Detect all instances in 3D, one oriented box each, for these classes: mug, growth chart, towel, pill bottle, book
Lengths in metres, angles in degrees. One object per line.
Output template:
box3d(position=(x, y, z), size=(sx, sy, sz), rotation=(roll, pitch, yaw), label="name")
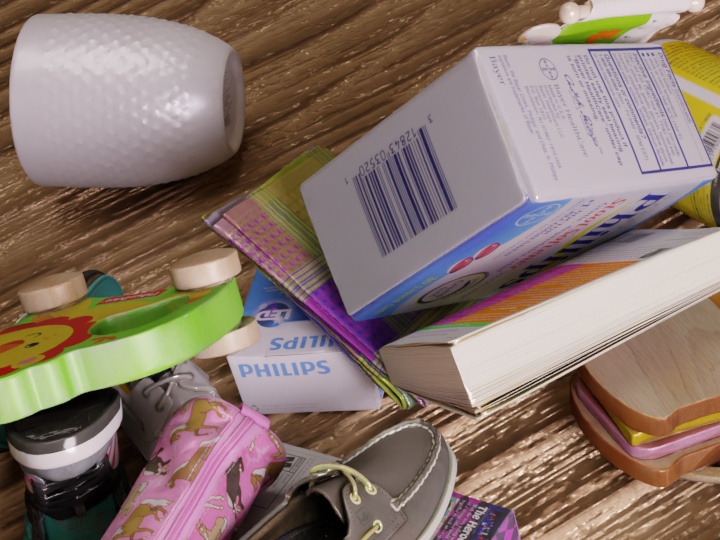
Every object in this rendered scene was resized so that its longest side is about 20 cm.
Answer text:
box3d(position=(-0.187, -0.149, 1.368), size=(0.173, 0.150, 0.200), rotation=(1, 9, 9), label="mug")
box3d(position=(0.139, -0.135, 1.061), size=(0.143, 0.200, 0.018), rotation=(-15, 74, -27), label="growth chart")
box3d(position=(0.000, 0.000, 1.083), size=(0.200, 0.023, 0.143), rotation=(41, 40, 9), label="towel")
box3d(position=(0.246, -0.102, 1.155), size=(0.112, 0.113, 0.200), rotation=(-31, 40, -19), label="pill bottle")
box3d(position=(0.122, 0.023, 0.979), size=(0.198, 0.049, 0.133), rotation=(-24, 9, -17), label="book")

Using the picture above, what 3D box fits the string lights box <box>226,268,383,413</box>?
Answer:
box3d(position=(-0.023, 0.013, 1.152), size=(0.101, 0.059, 0.201), rotation=(-3, 39, 16), label="string lights box")

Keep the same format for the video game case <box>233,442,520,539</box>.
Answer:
box3d(position=(-0.028, 0.200, 0.936), size=(0.180, 0.036, 0.200), rotation=(11, 45, 33), label="video game case")

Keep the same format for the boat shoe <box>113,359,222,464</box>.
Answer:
box3d(position=(-0.134, 0.089, 1.088), size=(0.070, 0.070, 0.200), rotation=(-30, 39, -18), label="boat shoe")

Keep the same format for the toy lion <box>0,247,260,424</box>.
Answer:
box3d(position=(-0.188, 0.052, 0.987), size=(0.198, 0.069, 0.192), rotation=(-9, 14, 25), label="toy lion")

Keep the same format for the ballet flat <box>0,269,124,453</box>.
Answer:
box3d(position=(-0.246, 0.070, 1.166), size=(0.068, 0.069, 0.200), rotation=(-6, 27, 29), label="ballet flat")

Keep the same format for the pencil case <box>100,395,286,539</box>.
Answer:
box3d(position=(-0.116, 0.163, 0.920), size=(0.086, 0.083, 0.201), rotation=(-3, 37, 30), label="pencil case")

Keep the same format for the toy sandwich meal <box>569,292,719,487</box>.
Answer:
box3d(position=(0.227, 0.055, 0.997), size=(0.202, 0.071, 0.206), rotation=(-10, 38, 8), label="toy sandwich meal")

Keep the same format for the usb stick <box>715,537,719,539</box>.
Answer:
box3d(position=(0.191, 0.183, 0.880), size=(0.198, 0.033, 0.056), rotation=(-26, 39, -12), label="usb stick")

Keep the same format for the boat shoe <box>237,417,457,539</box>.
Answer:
box3d(position=(-0.016, 0.151, 0.913), size=(0.072, 0.061, 0.201), rotation=(21, 51, 39), label="boat shoe")

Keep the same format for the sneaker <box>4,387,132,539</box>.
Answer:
box3d(position=(-0.181, 0.140, 0.994), size=(0.083, 0.122, 0.200), rotation=(-12, 5, -8), label="sneaker")

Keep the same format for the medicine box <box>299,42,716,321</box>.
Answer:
box3d(position=(0.097, -0.059, 1.028), size=(0.199, 0.104, 0.182), rotation=(-8, -19, -44), label="medicine box")
